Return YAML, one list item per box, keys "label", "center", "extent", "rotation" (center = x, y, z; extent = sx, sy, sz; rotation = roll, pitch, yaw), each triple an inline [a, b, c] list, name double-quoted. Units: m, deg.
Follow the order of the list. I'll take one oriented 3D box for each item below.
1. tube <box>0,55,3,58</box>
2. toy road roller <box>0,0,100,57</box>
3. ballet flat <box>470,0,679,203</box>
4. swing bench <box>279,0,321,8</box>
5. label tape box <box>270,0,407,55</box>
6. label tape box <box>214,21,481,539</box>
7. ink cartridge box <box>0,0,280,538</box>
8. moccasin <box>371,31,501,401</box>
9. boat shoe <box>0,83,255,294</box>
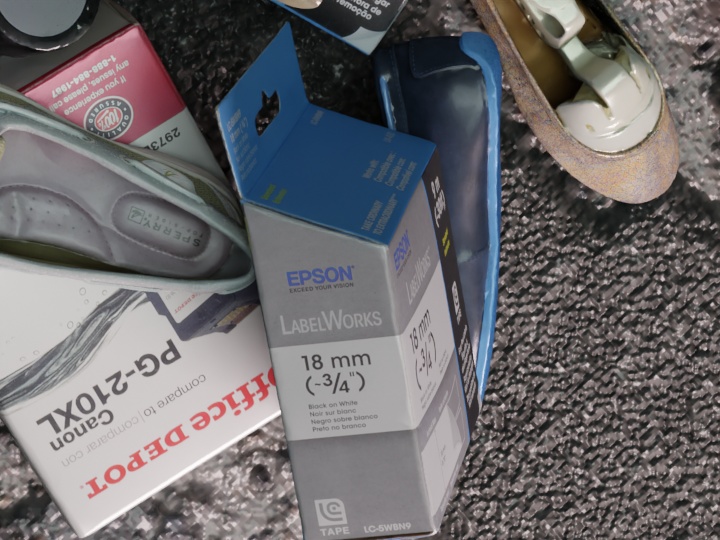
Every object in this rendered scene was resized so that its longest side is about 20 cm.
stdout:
- label: "tube"
  center: [-0.203, -0.159, 1.167]
  extent: [0.077, 0.050, 0.200]
  rotation: [-34, 114, 0]
- label: "toy road roller"
  center: [-0.167, -0.187, 1.088]
  extent: [0.146, 0.123, 0.200]
  rotation: [35, 72, -27]
- label: "ballet flat"
  center: [0.099, -0.109, 1.250]
  extent: [0.068, 0.067, 0.200]
  rotation: [-41, 108, -8]
- label: "swing bench"
  center: [-0.057, -0.243, 1.002]
  extent: [0.199, 0.130, 0.200]
  rotation: [36, 93, -31]
- label: "label tape box"
  center: [-0.005, -0.219, 1.171]
  extent: [0.143, 0.066, 0.200]
  rotation: [28, 112, -19]
- label: "label tape box"
  center: [0.000, 0.000, 1.133]
  extent: [0.063, 0.144, 0.200]
  rotation: [-6, 109, 13]
- label: "ink cartridge box"
  center: [-0.123, -0.001, 1.186]
  extent: [0.145, 0.084, 0.200]
  rotation: [-32, 112, -8]
- label: "moccasin"
  center: [0.033, -0.020, 1.240]
  extent: [0.068, 0.080, 0.200]
  rotation: [1, 109, 4]
- label: "boat shoe"
  center: [-0.139, -0.033, 1.091]
  extent: [0.202, 0.065, 0.074]
  rotation: [18, 97, -21]
